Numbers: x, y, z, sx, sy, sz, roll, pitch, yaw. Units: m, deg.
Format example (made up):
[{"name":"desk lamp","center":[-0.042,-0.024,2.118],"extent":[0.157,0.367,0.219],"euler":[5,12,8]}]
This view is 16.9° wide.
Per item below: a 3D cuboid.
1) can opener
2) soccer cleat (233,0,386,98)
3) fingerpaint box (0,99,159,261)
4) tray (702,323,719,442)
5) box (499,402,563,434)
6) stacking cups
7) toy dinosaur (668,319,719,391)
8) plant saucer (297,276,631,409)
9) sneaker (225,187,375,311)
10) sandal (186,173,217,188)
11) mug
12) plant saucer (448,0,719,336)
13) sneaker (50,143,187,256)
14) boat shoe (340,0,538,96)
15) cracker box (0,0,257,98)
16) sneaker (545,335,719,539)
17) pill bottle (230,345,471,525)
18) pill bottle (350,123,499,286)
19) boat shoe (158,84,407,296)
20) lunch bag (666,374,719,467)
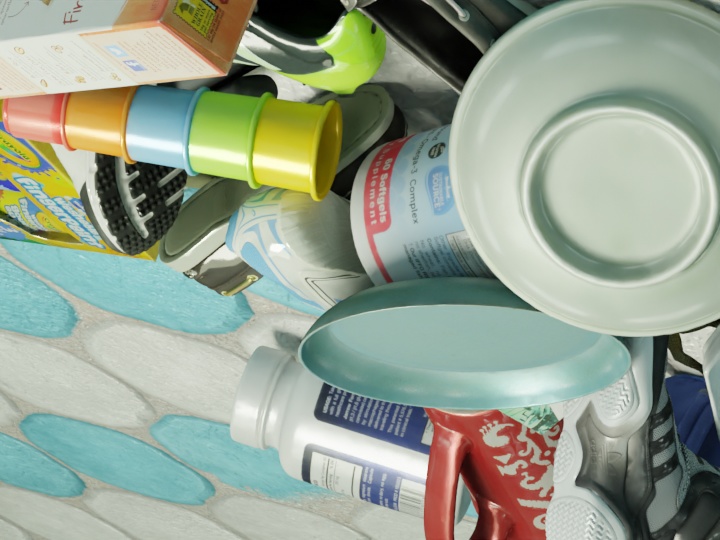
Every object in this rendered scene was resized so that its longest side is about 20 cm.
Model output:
[{"name":"can opener","center":[-0.101,-0.109,1.555],"extent":[0.066,0.053,0.200],"euler":[-10,175,-26]},{"name":"soccer cleat","center":[-0.082,-0.150,1.406],"extent":[0.199,0.068,0.081],"euler":[8,147,16]},{"name":"fingerpaint box","center":[-0.244,-0.088,1.689],"extent":[0.166,0.074,0.200],"euler":[8,157,30]},{"name":"tray","center":[0.259,0.061,1.571],"extent":[0.022,0.107,0.200],"euler":[36,168,26]},{"name":"box","center":[0.093,0.015,1.585],"extent":[0.200,0.036,0.144],"euler":[31,121,-25]},{"name":"stacking cups","center":[-0.112,-0.090,1.429],"extent":[0.199,0.061,0.061],"euler":[12,159,13]},{"name":"toy dinosaur","center":[0.167,0.044,1.570],"extent":[0.199,0.058,0.101],"euler":[-22,116,8]},{"name":"plant saucer","center":[0.063,0.042,1.449],"extent":[0.199,0.028,0.200],"euler":[3,160,1]},{"name":"sneaker","center":[0.000,0.000,1.501],"extent":[0.072,0.072,0.200],"euler":[-5,154,45]},{"name":"sandal","center":[-0.047,-0.035,1.628],"extent":[0.200,0.058,0.080],"euler":[24,155,-34]},{"name":"mug","center":[0.112,0.122,1.766],"extent":[0.133,0.178,0.200],"euler":[-3,148,20]},{"name":"plant saucer","center":[0.141,-0.048,1.292],"extent":[0.199,0.050,0.201],"euler":[6,116,12]},{"name":"sneaker","center":[-0.171,-0.104,1.522],"extent":[0.080,0.074,0.201],"euler":[12,126,47]},{"name":"boat shoe","center":[0.033,-0.143,1.309],"extent":[0.200,0.057,0.067],"euler":[30,158,-26]},{"name":"cracker box","center":[-0.132,-0.167,1.291],"extent":[0.199,0.134,0.058],"euler":[-2,151,45]},{"name":"sneaker","center":[0.189,0.107,1.534],"extent":[0.113,0.201,0.075],"euler":[6,-169,-25]},{"name":"pill bottle","center":[0.000,0.127,1.961],"extent":[0.199,0.111,0.111],"euler":[17,160,10]},{"name":"pill bottle","center":[0.100,-0.043,1.409],"extent":[0.199,0.109,0.109],"euler":[-15,143,37]},{"name":"boat shoe","center":[-0.040,-0.049,1.535],"extent":[0.201,0.072,0.061],"euler":[-31,127,32]},{"name":"lunch bag","center":[0.243,0.164,1.714],"extent":[0.135,0.200,0.133],"euler":[14,131,26]}]
